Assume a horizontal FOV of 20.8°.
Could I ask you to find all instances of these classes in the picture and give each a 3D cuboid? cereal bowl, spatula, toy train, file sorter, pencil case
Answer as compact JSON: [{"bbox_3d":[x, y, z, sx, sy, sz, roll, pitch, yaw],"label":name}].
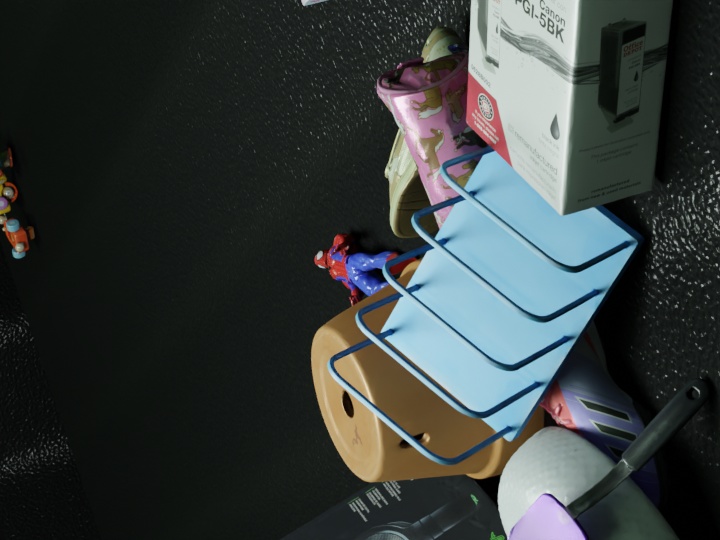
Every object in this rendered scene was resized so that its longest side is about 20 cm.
[{"bbox_3d":[0.174,0.224,1.534,0.200,0.083,0.200,48,162,21],"label":"cereal bowl"},{"bbox_3d":[0.183,0.152,1.439,0.057,0.200,0.021,48,-171,27],"label":"spatula"},{"bbox_3d":[-0.599,-0.131,3.358,0.150,0.055,0.201,44,148,50],"label":"toy train"},{"bbox_3d":[0.087,0.024,1.463,0.139,0.123,0.201,39,118,17],"label":"file sorter"},{"bbox_3d":[0.083,-0.076,1.560,0.082,0.087,0.201,-5,118,40],"label":"pencil case"}]

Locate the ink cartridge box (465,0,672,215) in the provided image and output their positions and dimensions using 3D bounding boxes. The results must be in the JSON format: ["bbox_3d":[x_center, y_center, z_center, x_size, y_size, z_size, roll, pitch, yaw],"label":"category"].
[{"bbox_3d":[0.144,-0.165,1.382,0.147,0.082,0.201,49,148,46],"label":"ink cartridge box"}]

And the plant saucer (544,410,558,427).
[{"bbox_3d":[0.114,0.092,1.740,0.200,0.032,0.201,53,153,43],"label":"plant saucer"}]

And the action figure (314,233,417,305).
[{"bbox_3d":[0.000,0.000,1.938,0.200,0.051,0.066,22,130,67],"label":"action figure"}]

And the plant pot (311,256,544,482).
[{"bbox_3d":[0.048,0.093,1.668,0.200,0.139,0.201,50,149,46],"label":"plant pot"}]

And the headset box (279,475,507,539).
[{"bbox_3d":[0.055,0.276,1.811,0.174,0.199,0.093,49,165,49],"label":"headset box"}]

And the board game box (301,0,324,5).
[{"bbox_3d":[-0.037,-0.362,1.751,0.199,0.043,0.201,-26,81,69],"label":"board game box"}]

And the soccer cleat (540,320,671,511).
[{"bbox_3d":[0.174,0.106,1.535,0.201,0.073,0.068,64,157,22],"label":"soccer cleat"}]

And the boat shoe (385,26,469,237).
[{"bbox_3d":[0.061,-0.112,1.663,0.201,0.073,0.063,101,153,-46],"label":"boat shoe"}]
